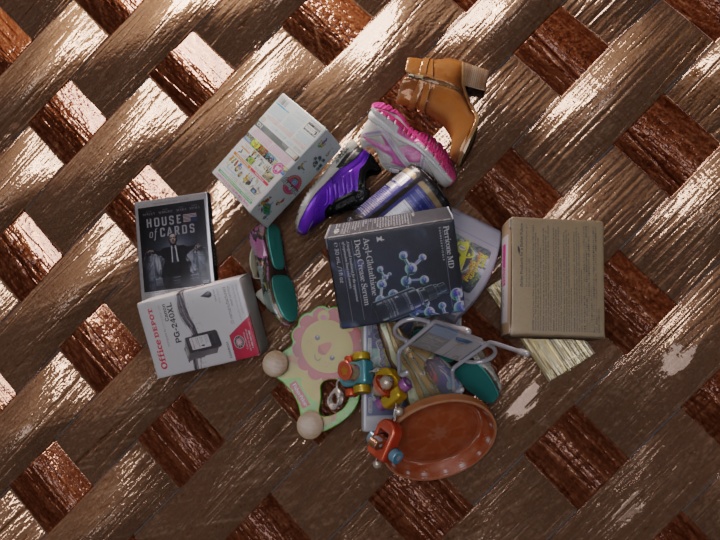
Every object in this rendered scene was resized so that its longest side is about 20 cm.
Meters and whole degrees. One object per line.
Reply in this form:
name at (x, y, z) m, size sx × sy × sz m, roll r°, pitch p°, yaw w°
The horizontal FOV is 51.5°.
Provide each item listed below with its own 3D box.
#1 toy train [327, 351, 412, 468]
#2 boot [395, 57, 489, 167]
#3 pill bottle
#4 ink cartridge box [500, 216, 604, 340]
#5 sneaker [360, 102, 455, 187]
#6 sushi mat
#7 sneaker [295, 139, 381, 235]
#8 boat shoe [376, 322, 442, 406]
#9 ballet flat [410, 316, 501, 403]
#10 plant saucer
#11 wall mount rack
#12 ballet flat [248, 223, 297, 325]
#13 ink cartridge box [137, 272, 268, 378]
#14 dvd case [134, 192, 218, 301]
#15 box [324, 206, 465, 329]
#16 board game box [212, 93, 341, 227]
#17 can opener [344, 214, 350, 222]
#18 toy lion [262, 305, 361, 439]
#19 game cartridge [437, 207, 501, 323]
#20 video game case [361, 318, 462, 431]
toy train at (0.006, 0.217, 1.215) m, size 0.200 × 0.055 × 0.151 m, roll 34°, pitch 101°, yaw 45°
boot at (0.138, -0.288, 1.340) m, size 0.154 × 0.074 × 0.201 m, roll 12°, pitch 72°, yaw 4°
pill bottle at (0.048, -0.080, 1.278) m, size 0.200 × 0.112 × 0.112 m, roll -40°, pitch 81°, yaw -2°
ink cartridge box at (0.324, 0.016, 1.267) m, size 0.163 × 0.075 × 0.202 m, roll 3°, pitch 82°, yaw -2°
sneaker at (0.083, -0.211, 1.345) m, size 0.200 × 0.081 × 0.088 m, roll 39°, pitch 118°, yaw 0°
sushi mat at (0.316, 0.089, 1.311) m, size 0.095 × 0.012 × 0.201 m, roll -34°, pitch 81°, yaw 4°
sneaker at (-0.034, -0.134, 1.346) m, size 0.099 × 0.070 × 0.201 m, roll 36°, pitch 81°, yaw 3°
boat shoe at (0.089, 0.147, 1.254) m, size 0.076 × 0.072 × 0.201 m, roll -23°, pitch 101°, yaw 8°
ballet flat at (0.175, 0.140, 1.283) m, size 0.200 × 0.072 × 0.072 m, roll 43°, pitch 92°, yaw -8°
plant saucer at (0.130, 0.278, 1.255) m, size 0.199 × 0.201 × 0.032 m, roll -23°, pitch 39°, yaw 6°
wall mount rack at (0.153, 0.123, 1.153) m, size 0.174 × 0.199 × 0.075 m, roll -43°, pitch 37°, yaw 41°
ballet flat at (-0.166, 0.012, 1.370) m, size 0.071 × 0.069 × 0.201 m, roll -23°, pitch 74°, yaw 31°
ink cartridge box at (-0.285, 0.101, 1.354) m, size 0.199 × 0.083 × 0.146 m, roll -14°, pitch 95°, yaw 7°
dvd case at (-0.350, -0.040, 1.418) m, size 0.149 × 0.025 × 0.202 m, roll -7°, pitch 85°, yaw 7°
box at (0.055, -0.006, 1.177) m, size 0.198 × 0.107 × 0.150 m, roll -9°, pitch 104°, yaw 4°
board game box at (-0.154, -0.201, 1.357) m, size 0.200 × 0.064 × 0.148 m, roll -46°, pitch 54°, yaw 1°
can opener at (0.000, 0.000, 1.354) m, size 0.053 × 0.067 × 0.201 m, roll -4°, pitch 71°, yaw 9°
toy lion at (-0.064, 0.173, 1.343) m, size 0.191 × 0.069 × 0.201 m, roll -30°, pitch 82°, yaw -3°
game cartridge at (0.161, -0.012, 1.293) m, size 0.133 × 0.041 × 0.201 m, roll 28°, pitch 64°, yaw 6°
video game case at (0.091, 0.177, 1.303) m, size 0.181 × 0.023 × 0.202 m, roll 1°, pitch 85°, yaw -12°
